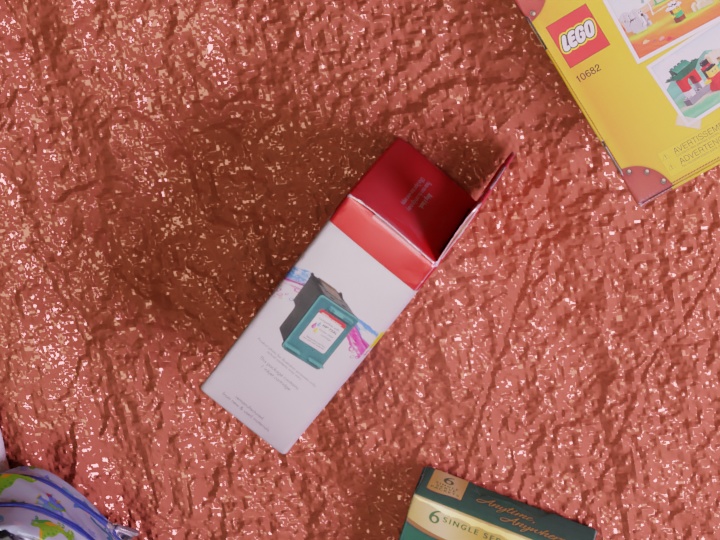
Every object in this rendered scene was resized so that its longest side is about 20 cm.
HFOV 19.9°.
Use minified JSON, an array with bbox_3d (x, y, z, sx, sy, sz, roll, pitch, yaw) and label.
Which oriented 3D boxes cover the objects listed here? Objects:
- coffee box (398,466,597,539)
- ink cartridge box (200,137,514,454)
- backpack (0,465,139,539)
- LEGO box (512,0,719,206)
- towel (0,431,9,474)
[{"bbox_3d":[0.065,0.236,1.323,0.122,0.044,0.202,21,114,7],"label":"coffee box"},{"bbox_3d":[0.000,0.000,1.213,0.067,0.116,0.200,38,115,-1],"label":"ink cartridge box"},{"bbox_3d":[-0.207,0.226,1.348,0.163,0.155,0.200,-33,127,21],"label":"backpack"},{"bbox_3d":[0.201,-0.152,1.120,0.199,0.077,0.150,-29,100,23],"label":"LEGO box"},{"bbox_3d":[-0.305,0.179,1.414,0.148,0.031,0.202,1,110,16],"label":"towel"}]
